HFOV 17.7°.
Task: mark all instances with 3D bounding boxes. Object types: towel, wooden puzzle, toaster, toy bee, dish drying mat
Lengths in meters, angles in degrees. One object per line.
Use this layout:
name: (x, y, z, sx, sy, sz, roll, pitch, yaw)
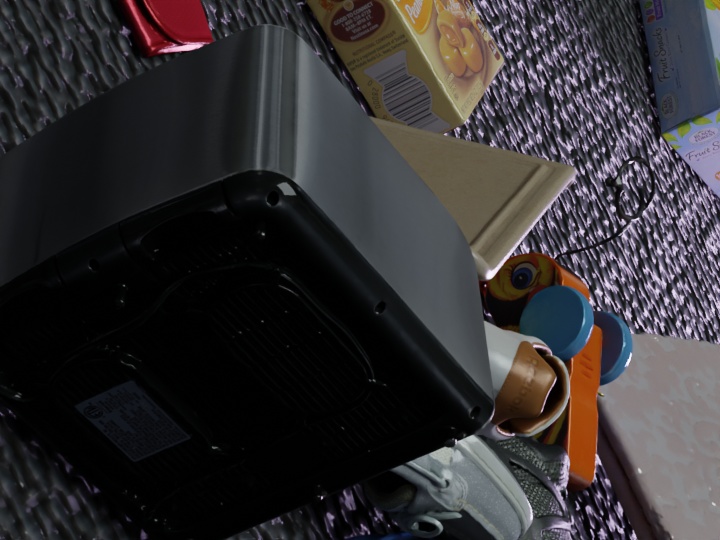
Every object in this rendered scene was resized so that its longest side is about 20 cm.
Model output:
towel: (0.224, 0.123, 1.528, 0.200, 0.032, 0.191, 9, 45, -42)
wooden puzzle: (0.003, -0.042, 1.213, 0.200, 0.184, 0.037, -39, 142, -66)
toaster: (-0.066, 0.010, 0.997, 0.200, 0.180, 0.119, 47, 28, -35)
toy bee: (0.115, 0.037, 1.433, 0.131, 0.108, 0.200, 54, 52, -37)
dish drying mat: (-0.135, -0.210, 1.242, 0.201, 0.018, 0.077, 66, 24, 2)

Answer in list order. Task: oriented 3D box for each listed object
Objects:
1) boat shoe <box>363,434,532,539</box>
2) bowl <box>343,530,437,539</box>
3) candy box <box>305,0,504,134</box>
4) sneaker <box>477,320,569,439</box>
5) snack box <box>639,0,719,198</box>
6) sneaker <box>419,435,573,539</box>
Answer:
boat shoe: (0.002, 0.091, 1.161, 0.202, 0.074, 0.065, 38, 69, -28)
bowl: (0.038, 0.226, 1.164, 0.201, 0.039, 0.201, 43, 33, -38)
candy box: (0.009, -0.185, 1.453, 0.200, 0.055, 0.115, 59, 26, -14)
sneaker: (0.063, 0.065, 1.234, 0.084, 0.073, 0.200, 23, -3, 0)
snack box: (0.323, -0.142, 2.004, 0.200, 0.068, 0.169, 42, 34, -42)
sneaker: (0.102, 0.165, 1.298, 0.200, 0.076, 0.114, 54, 33, -11)
